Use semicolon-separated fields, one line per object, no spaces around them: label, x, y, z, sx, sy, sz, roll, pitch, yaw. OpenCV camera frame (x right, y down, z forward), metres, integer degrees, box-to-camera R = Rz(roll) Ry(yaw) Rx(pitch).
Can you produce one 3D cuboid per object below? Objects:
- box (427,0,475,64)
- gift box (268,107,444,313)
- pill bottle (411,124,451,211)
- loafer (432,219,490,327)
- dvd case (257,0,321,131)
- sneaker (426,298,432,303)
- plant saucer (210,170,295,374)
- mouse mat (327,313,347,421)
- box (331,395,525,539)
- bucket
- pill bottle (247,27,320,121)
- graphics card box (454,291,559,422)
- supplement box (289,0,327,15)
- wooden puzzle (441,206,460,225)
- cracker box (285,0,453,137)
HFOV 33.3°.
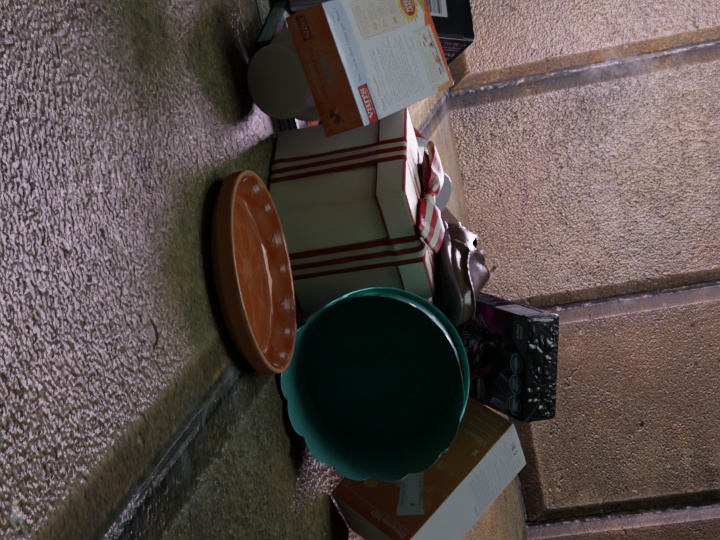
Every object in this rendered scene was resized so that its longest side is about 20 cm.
box;0.049;-0.339;1.719;0.200;0.148;0.108;147;-60;-63
gift box;0.009;-0.065;1.415;0.201;0.186;0.185;68;18;-45
pill bottle;0.034;-0.149;1.599;0.200;0.112;0.113;51;-11;40
loafer;0.124;-0.002;1.447;0.200;0.070;0.073;-91;-172;-57
dvd case;-0.082;-0.219;1.506;0.146;0.022;0.201;-81;159;-58
sneaker;0.084;0.091;1.559;0.200;0.077;0.112;-47;114;-35
plant saucer;-0.106;0.003;1.183;0.200;0.032;0.202;-9;90;-80
mouse mat;-0.013;0.122;1.490;0.200;0.007;0.162;-23;122;-80
box;0.084;0.248;1.442;0.200;0.124;0.098;-45;141;-19
bucket;0.020;0.117;1.318;0.135;0.206;0.209;-47;127;-82
pill bottle;-0.042;-0.235;1.393;0.200;0.110;0.112;-31;113;-55
graphics card box;0.161;0.098;1.455;0.200;0.051;0.126;19;-71;59
supplement box;-0.056;-0.360;1.593;0.200;0.060;0.110;66;17;-78
wooden puzzle;0.062;-0.031;1.728;0.185;0.046;0.201;53;-39;41
cracker box;0.014;-0.239;1.324;0.200;0.057;0.135;-32;106;-52
